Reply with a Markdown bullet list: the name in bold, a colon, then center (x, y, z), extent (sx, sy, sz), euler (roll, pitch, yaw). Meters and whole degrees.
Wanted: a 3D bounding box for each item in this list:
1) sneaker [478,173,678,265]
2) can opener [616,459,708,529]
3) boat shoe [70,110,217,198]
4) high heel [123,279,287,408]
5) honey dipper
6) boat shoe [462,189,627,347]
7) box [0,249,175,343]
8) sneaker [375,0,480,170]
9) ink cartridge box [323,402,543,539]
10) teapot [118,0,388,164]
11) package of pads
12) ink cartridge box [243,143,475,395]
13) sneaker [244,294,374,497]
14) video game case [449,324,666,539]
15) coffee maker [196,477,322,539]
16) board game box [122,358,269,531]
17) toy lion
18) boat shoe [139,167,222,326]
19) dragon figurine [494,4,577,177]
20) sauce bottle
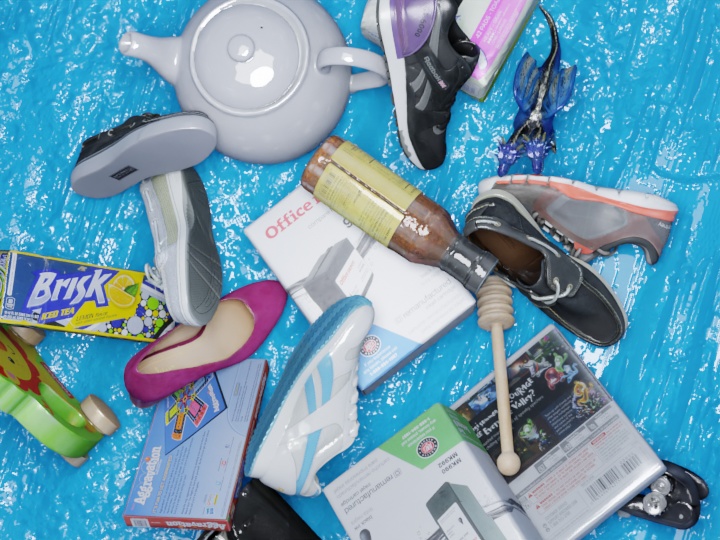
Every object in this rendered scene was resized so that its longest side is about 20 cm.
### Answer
- **sneaker**: center (0.210, -0.048, 1.309), extent (0.198, 0.077, 0.083), euler (11, 95, 10)
- **can opener**: center (0.236, 0.201, 1.284), extent (0.198, 0.079, 0.064), euler (13, 85, 18)
- **boat shoe**: center (-0.222, -0.129, 1.332), extent (0.199, 0.068, 0.057), euler (-18, 60, 36)
- **high heel**: center (-0.146, 0.064, 1.302), extent (0.200, 0.096, 0.067), euler (-41, 82, -21)
- **honey dipper**: center (0.135, 0.102, 1.284), extent (0.038, 0.038, 0.202), euler (-4, 63, 6)
- **boat shoe**: center (0.178, 0.010, 1.289), extent (0.200, 0.068, 0.072), euler (42, 120, -8)
- **box**: center (-0.276, 0.027, 1.295), extent (0.064, 0.199, 0.071), euler (2, 83, 45)
- **sneaker**: center (0.076, -0.183, 1.284), extent (0.087, 0.201, 0.076), euler (-2, 40, 16)
- **ink cartridge box**: center (0.080, 0.250, 1.229), extent (0.146, 0.084, 0.201), euler (-38, 61, 7)
- **teapot**: center (-0.100, -0.204, 1.321), extent (0.200, 0.146, 0.198), euler (-39, 82, 0)
- **package of pads**: center (0.105, -0.296, 1.346), extent (0.153, 0.068, 0.201), euler (28, 88, 8)
- **ink cartridge box**: center (0.000, 0.000, 1.318), extent (0.145, 0.084, 0.201), euler (-37, 81, -2)
- **sneaker**: center (-0.033, 0.117, 1.242), extent (0.080, 0.077, 0.201), euler (26, 99, -13)
- **video game case**: center (0.163, 0.182, 1.278), extent (0.200, 0.023, 0.182), euler (-40, 61, 7)
- **coffee maker**: center (-0.055, 0.297, 1.272), extent (0.200, 0.135, 0.193), euler (40, 89, 8)
- **board game box**: center (-0.157, 0.164, 1.289), extent (0.102, 0.020, 0.201), euler (1, 44, 9)
- **toy lion**: center (-0.341, 0.102, 1.294), extent (0.069, 0.192, 0.200), euler (-43, 82, 1)
- **boat shoe**: center (-0.185, -0.024, 1.325), extent (0.064, 0.074, 0.203), euler (-23, 54, 14)
- **dragon figurine**: center (0.180, -0.177, 1.308), extent (0.058, 0.099, 0.202), euler (15, 81, 8)
- **sauce bottle**: center (0.038, -0.049, 1.249), extent (0.199, 0.066, 0.066), euler (37, 89, 7)
